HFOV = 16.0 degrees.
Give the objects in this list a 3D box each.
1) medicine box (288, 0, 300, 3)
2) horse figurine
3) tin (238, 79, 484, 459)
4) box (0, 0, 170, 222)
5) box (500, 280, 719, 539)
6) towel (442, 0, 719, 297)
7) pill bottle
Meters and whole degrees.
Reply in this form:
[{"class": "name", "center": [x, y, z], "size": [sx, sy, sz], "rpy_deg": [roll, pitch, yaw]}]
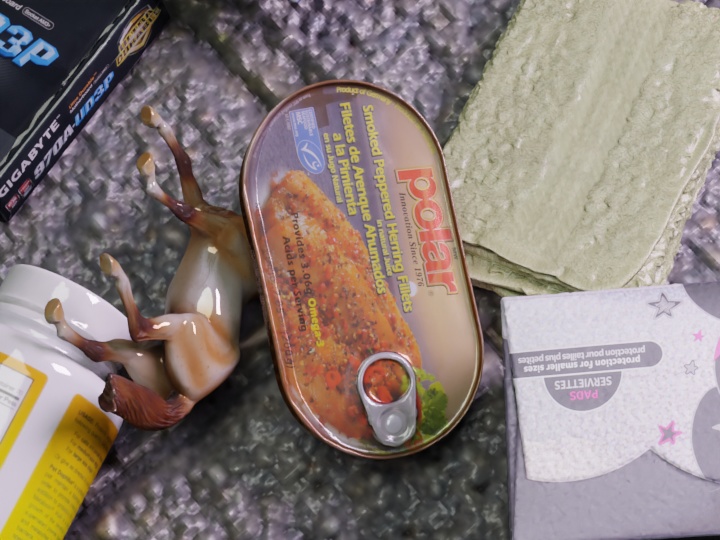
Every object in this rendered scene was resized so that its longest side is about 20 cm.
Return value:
[{"class": "medicine box", "center": [-0.064, -0.283, 1.423], "size": [0.181, 0.103, 0.201], "rpy_deg": [30, 104, -8]}, {"class": "horse figurine", "center": [-0.092, 0.010, 1.363], "size": [0.050, 0.133, 0.201], "rpy_deg": [-9, 48, 41]}, {"class": "tin", "center": [0.000, 0.000, 1.361], "size": [0.111, 0.042, 0.201], "rpy_deg": [-11, 88, -7]}, {"class": "box", "center": [-0.236, -0.143, 1.506], "size": [0.199, 0.046, 0.159], "rpy_deg": [33, 77, 22]}, {"class": "box", "center": [0.175, 0.077, 1.282], "size": [0.198, 0.115, 0.133], "rpy_deg": [-4, 75, 9]}, {"class": "towel", "center": [0.123, -0.069, 1.408], "size": [0.148, 0.037, 0.201], "rpy_deg": [19, 74, 19]}, {"class": "pill bottle", "center": [-0.197, 0.102, 1.358], "size": [0.109, 0.109, 0.201], "rpy_deg": [21, 73, 19]}]
